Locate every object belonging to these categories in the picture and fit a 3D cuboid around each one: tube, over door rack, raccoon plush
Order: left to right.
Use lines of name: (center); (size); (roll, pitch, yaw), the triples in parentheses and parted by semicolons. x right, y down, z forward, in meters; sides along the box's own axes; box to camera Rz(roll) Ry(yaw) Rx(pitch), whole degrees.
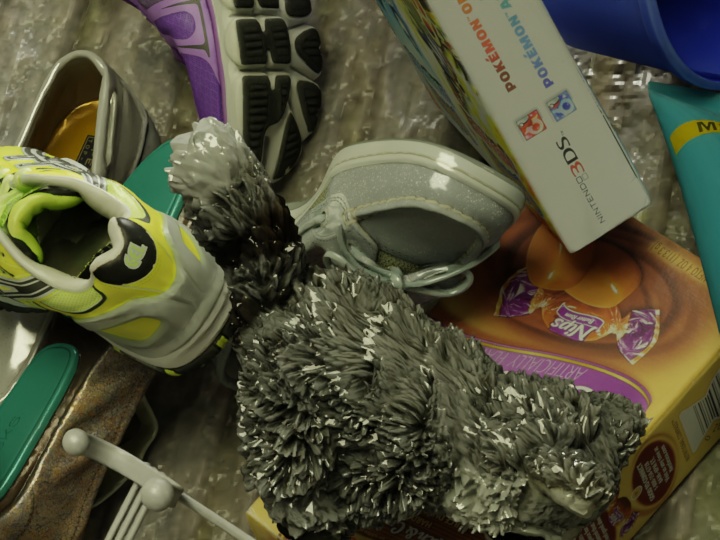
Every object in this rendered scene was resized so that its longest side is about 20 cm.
over door rack: (-0.074, 0.163, 1.134); (0.200, 0.067, 0.148); (27, 92, 35)
raccoon plush: (0.018, 0.032, 1.084); (0.134, 0.200, 0.097); (-9, 40, 29)
tube: (0.161, -0.023, 1.176); (0.077, 0.051, 0.200); (15, 28, -9)

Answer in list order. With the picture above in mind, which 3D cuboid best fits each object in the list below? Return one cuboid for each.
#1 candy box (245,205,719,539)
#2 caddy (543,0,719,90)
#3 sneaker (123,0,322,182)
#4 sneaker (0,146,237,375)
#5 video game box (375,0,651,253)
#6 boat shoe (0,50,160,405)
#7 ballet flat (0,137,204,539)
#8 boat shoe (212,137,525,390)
candy box: (0.064, 0.067, 1.189); (0.117, 0.057, 0.200); (33, 74, 34)
caddy: (0.138, -0.174, 1.245); (0.105, 0.201, 0.141); (15, 47, 40)
sneaker: (-0.077, -0.131, 1.341); (0.083, 0.081, 0.201); (-21, 81, 27)
sneaker: (-0.134, -0.022, 1.218); (0.199, 0.076, 0.076); (16, 71, 39)
video game box: (0.034, -0.119, 1.207); (0.047, 0.183, 0.200); (-34, 24, 0)
boat shoe: (-0.146, -0.010, 1.310); (0.071, 0.070, 0.201); (7, 59, 24)
ballet flat: (-0.105, 0.038, 1.263); (0.068, 0.067, 0.200); (13, 67, 53)
boat shoe: (-0.002, 0.000, 1.203); (0.202, 0.074, 0.065); (-23, 47, 55)
